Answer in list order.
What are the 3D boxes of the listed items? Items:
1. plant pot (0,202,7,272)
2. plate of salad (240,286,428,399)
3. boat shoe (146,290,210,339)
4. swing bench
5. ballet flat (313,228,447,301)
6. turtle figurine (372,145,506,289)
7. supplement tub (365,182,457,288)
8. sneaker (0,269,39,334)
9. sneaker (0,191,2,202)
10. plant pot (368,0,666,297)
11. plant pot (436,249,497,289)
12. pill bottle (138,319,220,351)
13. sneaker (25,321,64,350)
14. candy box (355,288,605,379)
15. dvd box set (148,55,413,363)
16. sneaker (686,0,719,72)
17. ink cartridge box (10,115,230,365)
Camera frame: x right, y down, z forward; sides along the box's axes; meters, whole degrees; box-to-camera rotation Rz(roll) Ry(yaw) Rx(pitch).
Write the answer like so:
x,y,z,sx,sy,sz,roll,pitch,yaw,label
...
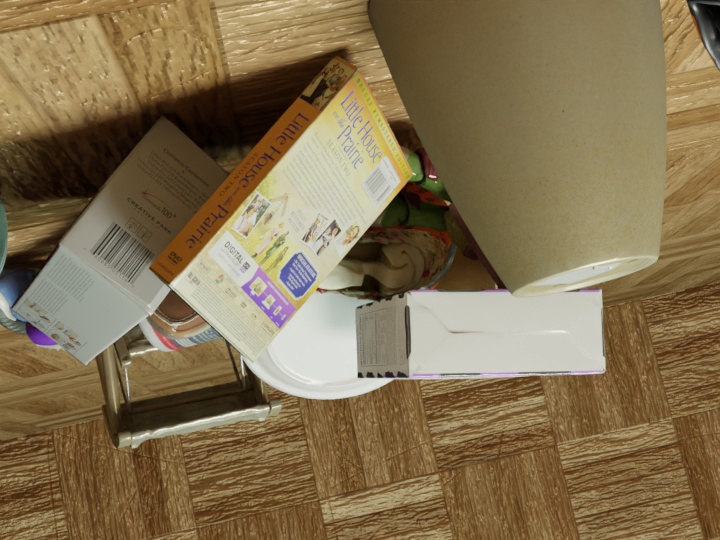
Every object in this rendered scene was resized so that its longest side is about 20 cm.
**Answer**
x,y,z,sx,sy,sz,roll,pitch,yaw,label
-0.330,-0.011,0.627,0.195,0.202,0.200,-24,167,18,plant pot
-0.026,0.049,1.063,0.198,0.048,0.201,-5,127,-6,plate of salad
-0.125,-0.021,0.966,0.200,0.075,0.072,-55,174,-39,boat shoe
-0.223,0.107,1.321,0.197,0.202,0.130,-8,169,-21,swing bench
0.000,0.000,0.965,0.198,0.076,0.064,-2,-160,-25,ballet flat
0.096,-0.085,0.958,0.192,0.202,0.144,13,172,-7,turtle figurine
0.037,-0.025,1.154,0.121,0.124,0.200,-11,169,-7,supplement tub
-0.318,0.022,1.121,0.077,0.076,0.200,-43,158,15,sneaker
-0.329,-0.013,0.878,0.077,0.083,0.200,-9,168,-21,sneaker
0.115,-0.091,0.675,0.186,0.202,0.187,-12,170,-2,plant pot
0.165,0.024,1.488,0.199,0.188,0.185,-5,178,44,plant pot
-0.130,0.005,1.113,0.198,0.121,0.120,-14,170,11,pill bottle
-0.246,-0.005,1.019,0.199,0.070,0.100,-30,138,2,sneaker
0.096,0.059,0.935,0.166,0.072,0.200,0,174,-12,candy box
-0.051,-0.040,0.787,0.200,0.029,0.146,-50,150,-8,dvd box set
0.248,-0.170,0.660,0.199,0.113,0.077,-4,167,-41,sneaker
-0.180,-0.033,0.859,0.176,0.084,0.200,-58,-166,-29,ink cartridge box
